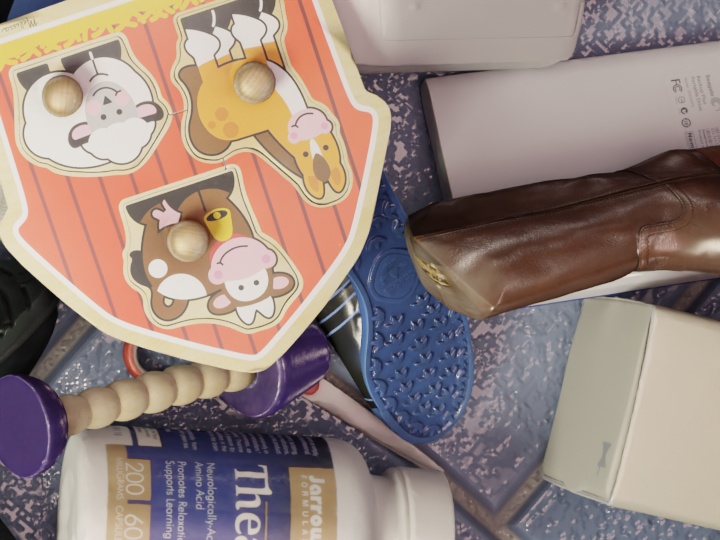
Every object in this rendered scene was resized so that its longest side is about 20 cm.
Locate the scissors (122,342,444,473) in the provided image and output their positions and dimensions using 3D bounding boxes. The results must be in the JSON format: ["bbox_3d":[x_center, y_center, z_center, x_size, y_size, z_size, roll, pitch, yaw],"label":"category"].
[{"bbox_3d":[-0.036,0.050,1.360,0.200,0.014,0.073,19,87,-11],"label":"scissors"}]

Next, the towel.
[{"bbox_3d":[-0.138,-0.040,1.266,0.200,0.147,0.024,21,59,-7],"label":"towel"}]

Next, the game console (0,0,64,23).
[{"bbox_3d":[-0.111,-0.144,1.281,0.200,0.031,0.177,19,65,-4],"label":"game console"}]

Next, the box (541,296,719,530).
[{"bbox_3d":[0.218,0.089,1.360,0.200,0.128,0.109,14,89,-13],"label":"box"}]

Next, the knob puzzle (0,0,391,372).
[{"bbox_3d":[-0.079,-0.044,1.195,0.219,0.030,0.220,0,99,-3],"label":"knob puzzle"}]

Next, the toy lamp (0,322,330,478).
[{"bbox_3d":[-0.097,0.059,1.274,0.200,0.058,0.058,-11,96,-44],"label":"toy lamp"}]

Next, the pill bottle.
[{"bbox_3d":[-0.056,0.141,1.311,0.199,0.111,0.111,4,92,-12],"label":"pill bottle"}]

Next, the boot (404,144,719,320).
[{"bbox_3d":[0.134,0.000,1.252,0.200,0.186,0.064,-10,116,-22],"label":"boot"}]

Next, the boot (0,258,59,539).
[{"bbox_3d":[-0.203,0.112,1.278,0.200,0.076,0.168,-44,129,-17],"label":"boot"}]

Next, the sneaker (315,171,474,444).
[{"bbox_3d":[0.000,0.000,1.343,0.070,0.078,0.200,-30,120,-15],"label":"sneaker"}]

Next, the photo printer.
[{"bbox_3d":[0.040,-0.183,1.276,0.200,0.069,0.167,-8,109,-49],"label":"photo printer"}]

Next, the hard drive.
[{"bbox_3d":[0.143,-0.054,1.368,0.199,0.025,0.132,-8,74,-12],"label":"hard drive"}]
